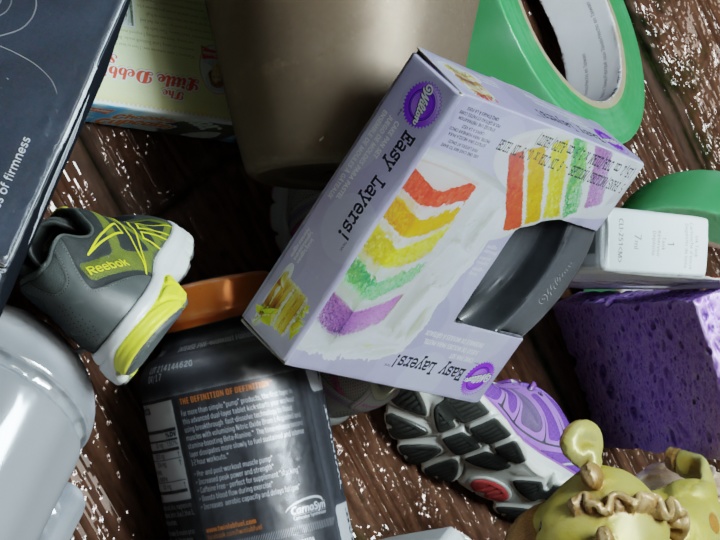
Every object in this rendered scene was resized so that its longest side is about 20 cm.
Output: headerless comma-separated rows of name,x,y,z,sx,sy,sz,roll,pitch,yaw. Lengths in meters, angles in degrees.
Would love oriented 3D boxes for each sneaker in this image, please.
sneaker,0.000,0.000,1.412,0.081,0.088,0.200,2,86,-45
sneaker,0.085,0.101,1.513,0.200,0.081,0.084,40,41,-43
sneaker,-0.141,-0.007,1.235,0.085,0.200,0.074,40,93,-15

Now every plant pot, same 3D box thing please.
plant pot,-0.010,-0.139,1.327,0.200,0.200,0.175,5,81,-45

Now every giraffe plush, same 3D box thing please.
giraffe plush,0.158,0.183,1.411,0.162,0.200,0.173,27,18,-50

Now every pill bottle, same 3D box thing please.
pill bottle,-0.067,0.103,1.319,0.106,0.106,0.200,-9,87,-46

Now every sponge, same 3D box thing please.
sponge,0.202,0.069,1.539,0.030,0.200,0.112,-21,96,-21

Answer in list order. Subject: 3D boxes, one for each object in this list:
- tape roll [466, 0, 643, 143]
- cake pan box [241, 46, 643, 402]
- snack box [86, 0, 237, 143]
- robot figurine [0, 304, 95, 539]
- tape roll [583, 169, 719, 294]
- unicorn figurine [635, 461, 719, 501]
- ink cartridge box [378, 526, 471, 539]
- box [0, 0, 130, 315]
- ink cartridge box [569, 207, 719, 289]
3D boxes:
tape roll,0.124,-0.172,1.579,0.200,0.048,0.201,37,41,-42
cake pan box,0.051,-0.018,1.299,0.200,0.184,0.052,17,24,-52
snack box,-0.110,-0.142,1.386,0.200,0.037,0.116,6,74,-45
robot figurine,-0.208,0.097,1.171,0.170,0.113,0.200,51,49,-35
tape roll,0.255,0.025,1.599,0.201,0.200,0.048,57,47,-19
unicorn figurine,0.195,0.219,1.547,0.137,0.074,0.200,9,91,-15
ink cartridge box,0.016,0.273,1.378,0.200,0.084,0.144,-45,111,-42
box,-0.238,-0.091,1.126,0.196,0.124,0.200,23,60,-6
ink cartridge box,0.152,-0.013,1.488,0.173,0.200,0.044,3,88,-38
